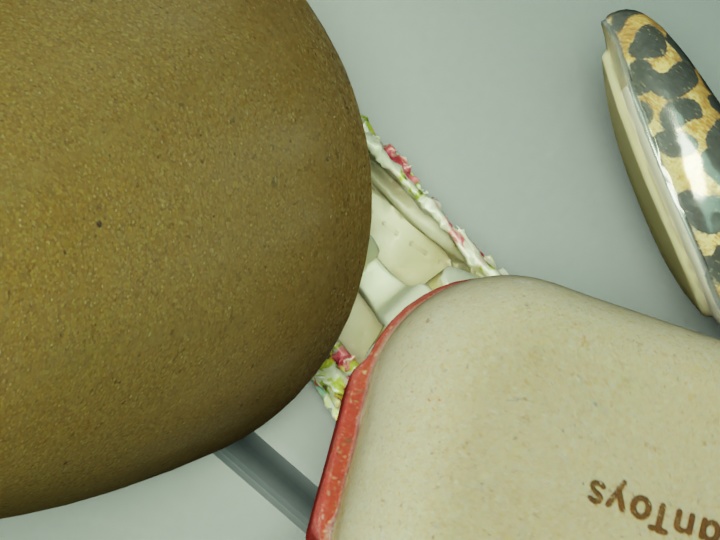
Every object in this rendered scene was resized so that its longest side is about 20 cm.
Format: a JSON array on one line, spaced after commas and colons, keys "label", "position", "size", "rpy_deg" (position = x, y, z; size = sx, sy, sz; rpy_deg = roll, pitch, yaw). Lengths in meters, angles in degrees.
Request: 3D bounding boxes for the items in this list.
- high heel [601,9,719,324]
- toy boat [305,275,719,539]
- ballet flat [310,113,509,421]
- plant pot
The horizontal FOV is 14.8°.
[{"label": "high heel", "position": [0.167, -0.019, 0.851], "size": [0.143, 0.071, 0.200], "rpy_deg": [-29, 106, 3]}, {"label": "toy boat", "position": [0.075, 0.090, 0.816], "size": [0.200, 0.131, 0.131], "rpy_deg": [20, 70, -11]}, {"label": "ballet flat", "position": [0.000, 0.000, 0.852], "size": [0.076, 0.064, 0.200], "rpy_deg": [-45, 91, -4]}, {"label": "plant pot", "position": [-0.115, -0.004, 0.750], "size": [0.186, 0.200, 0.186], "rpy_deg": [5, 106, 17]}]
